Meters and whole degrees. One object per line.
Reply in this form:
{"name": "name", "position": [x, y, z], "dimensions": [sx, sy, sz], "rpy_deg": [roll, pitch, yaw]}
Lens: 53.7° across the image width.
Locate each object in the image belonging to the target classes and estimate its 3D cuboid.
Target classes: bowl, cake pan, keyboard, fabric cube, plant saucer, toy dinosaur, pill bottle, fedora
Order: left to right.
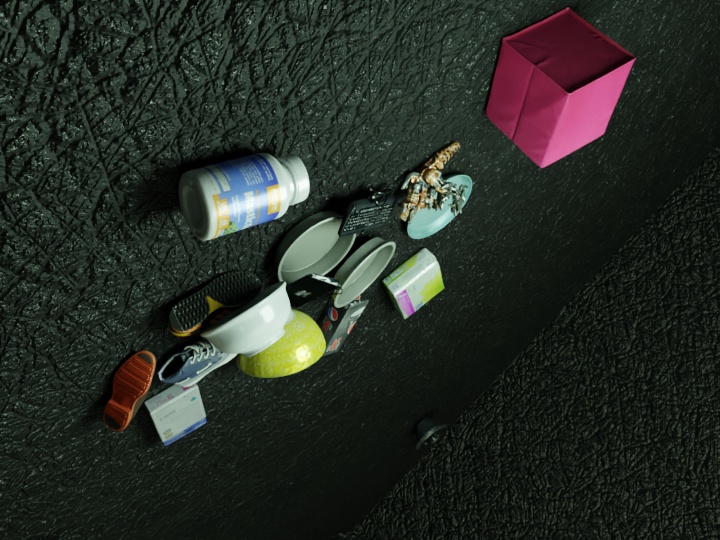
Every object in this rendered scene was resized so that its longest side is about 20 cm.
{"name": "pill bottle", "position": [-0.186, -0.128, 1.165], "dimensions": [0.198, 0.112, 0.113], "rpy_deg": [-21, 149, -33]}
{"name": "bowl", "position": [-0.214, 0.110, 1.427], "dimensions": [0.200, 0.091, 0.201], "rpy_deg": [-31, -172, 5]}
{"name": "bowl", "position": [-0.182, 0.136, 1.560], "dimensions": [0.199, 0.199, 0.109], "rpy_deg": [-24, 117, -29]}
{"name": "keyboard", "position": [-0.113, 0.035, 1.521], "dimensions": [0.103, 0.040, 0.199], "rpy_deg": [19, 156, -29]}
{"name": "cake pan", "position": [-0.098, -0.049, 1.498], "dimensions": [0.199, 0.037, 0.201], "rpy_deg": [-31, 154, -17]}
{"name": "cake pan", "position": [0.000, 0.000, 1.652], "dimensions": [0.200, 0.037, 0.201], "rpy_deg": [-43, 166, -14]}
{"name": "keyboard", "position": [0.029, -0.121, 1.486], "dimensions": [0.199, 0.039, 0.105], "rpy_deg": [-21, 137, -60]}
{"name": "fedora", "position": [0.302, 0.731, 3.239], "dimensions": [0.199, 0.092, 0.201], "rpy_deg": [-31, 153, -18]}
{"name": "toy dinosaur", "position": [0.162, -0.187, 1.564], "dimensions": [0.135, 0.103, 0.200], "rpy_deg": [33, 109, -28]}
{"name": "plant saucer", "position": [0.186, -0.160, 1.722], "dimensions": [0.199, 0.027, 0.201], "rpy_deg": [-31, 154, -17]}
{"name": "fabric cube", "position": [0.402, -0.377, 1.469], "dimensions": [0.195, 0.200, 0.200], "rpy_deg": [-29, 151, -20]}

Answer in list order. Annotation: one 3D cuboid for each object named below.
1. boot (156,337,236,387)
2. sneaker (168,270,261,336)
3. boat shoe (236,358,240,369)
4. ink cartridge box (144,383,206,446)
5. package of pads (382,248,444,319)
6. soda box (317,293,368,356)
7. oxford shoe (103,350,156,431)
{"name": "boot", "position": [-0.331, 0.175, 1.498], "dimensions": [0.200, 0.073, 0.090], "rpy_deg": [-42, 160, 5]}
{"name": "sneaker", "position": [-0.290, 0.067, 1.407], "dimensions": [0.199, 0.070, 0.090], "rpy_deg": [-29, 172, -27]}
{"name": "boat shoe", "position": [-0.219, 0.208, 1.718], "dimensions": [0.199, 0.071, 0.070], "rpy_deg": [-22, 148, -46]}
{"name": "ink cartridge box", "position": [-0.427, 0.331, 1.659], "dimensions": [0.119, 0.042, 0.201], "rpy_deg": [-29, 150, -22]}
{"name": "package of pads", "position": [0.150, 0.037, 1.941], "dimensions": [0.154, 0.068, 0.200], "rpy_deg": [-38, 155, -4]}
{"name": "soda box", "position": [-0.058, 0.128, 1.809], "dimensions": [0.070, 0.063, 0.201], "rpy_deg": [-13, 144, -43]}
{"name": "oxford shoe", "position": [-0.460, 0.232, 1.447], "dimensions": [0.201, 0.071, 0.073], "rpy_deg": [-56, 179, 24]}
